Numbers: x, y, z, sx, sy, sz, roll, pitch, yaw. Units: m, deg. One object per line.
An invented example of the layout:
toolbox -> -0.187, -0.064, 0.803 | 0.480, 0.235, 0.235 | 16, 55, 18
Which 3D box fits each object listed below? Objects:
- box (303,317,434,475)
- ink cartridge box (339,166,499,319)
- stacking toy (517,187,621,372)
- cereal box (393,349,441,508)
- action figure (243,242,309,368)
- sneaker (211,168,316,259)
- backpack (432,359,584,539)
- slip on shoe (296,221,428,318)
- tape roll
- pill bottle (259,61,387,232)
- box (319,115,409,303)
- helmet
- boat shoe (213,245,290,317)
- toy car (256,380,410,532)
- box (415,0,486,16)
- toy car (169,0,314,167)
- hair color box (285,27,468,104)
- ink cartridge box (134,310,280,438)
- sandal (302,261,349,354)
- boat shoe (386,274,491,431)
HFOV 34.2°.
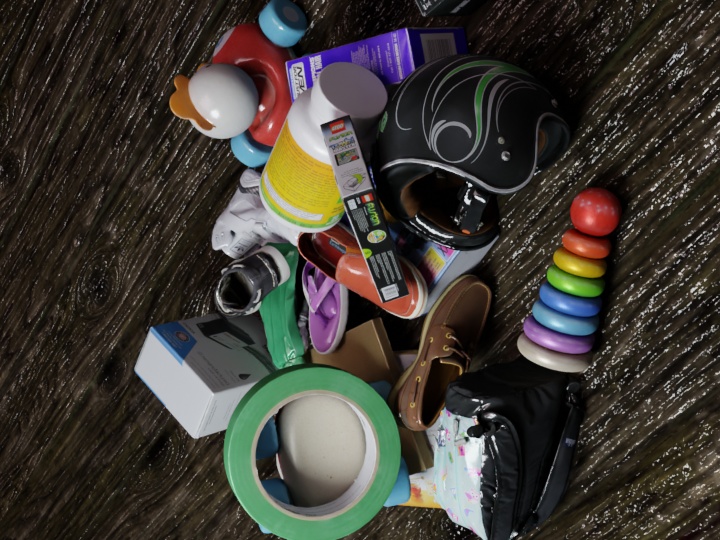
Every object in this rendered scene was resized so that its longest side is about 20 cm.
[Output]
box -> 0.007, 0.177, 1.514 | 0.163, 0.021, 0.200 | -29, 77, 48
ink cartridge box -> 0.054, -0.061, 1.433 | 0.200, 0.076, 0.136 | 51, 129, 24
stacking toy -> 0.236, 0.006, 1.280 | 0.085, 0.085, 0.200 | 26, 113, 36
cereal box -> 0.069, 0.201, 1.499 | 0.144, 0.040, 0.200 | -8, 94, 46
action figure -> -0.102, 0.058, 1.587 | 0.118, 0.055, 0.200 | -35, 58, 44
sneaker -> -0.128, -0.051, 1.557 | 0.115, 0.075, 0.200 | -56, 38, 7
backpack -> 0.161, 0.211, 1.356 | 0.127, 0.167, 0.200 | 29, 122, 53
slip on shoe -> 0.000, 0.000, 1.405 | 0.200, 0.061, 0.074 | 34, 122, 32
tape roll -> -0.055, 0.208, 1.344 | 0.048, 0.200, 0.201 | -175, 75, -77
pill bottle -> -0.040, -0.143, 1.356 | 0.111, 0.111, 0.200 | 55, 144, 19
box -> 0.006, -0.063, 1.286 | 0.200, 0.035, 0.110 | 68, -175, -54
helmet -> 0.119, -0.140, 1.266 | 0.200, 0.191, 0.200 | 18, 151, 11
boat shoe -> -0.159, 0.026, 1.551 | 0.074, 0.060, 0.200 | 58, 148, -3
toy car -> -0.058, 0.222, 1.479 | 0.200, 0.184, 0.177 | -174, 74, -76
box -> 0.105, -0.409, 1.298 | 0.164, 0.086, 0.200 | -36, 75, 41
toy car -> -0.169, -0.236, 1.511 | 0.184, 0.200, 0.177 | -40, 72, 40
hair color box -> 0.019, -0.241, 1.400 | 0.200, 0.109, 0.065 | -8, 94, 43
ink cartridge box -> -0.181, 0.133, 1.607 | 0.145, 0.200, 0.084 | 41, 122, 29
sandal -> -0.051, 0.007, 1.527 | 0.082, 0.050, 0.203 | -6, 76, 57
boat shoe -> 0.105, 0.100, 1.375 | 0.200, 0.072, 0.068 | -62, 25, -7
